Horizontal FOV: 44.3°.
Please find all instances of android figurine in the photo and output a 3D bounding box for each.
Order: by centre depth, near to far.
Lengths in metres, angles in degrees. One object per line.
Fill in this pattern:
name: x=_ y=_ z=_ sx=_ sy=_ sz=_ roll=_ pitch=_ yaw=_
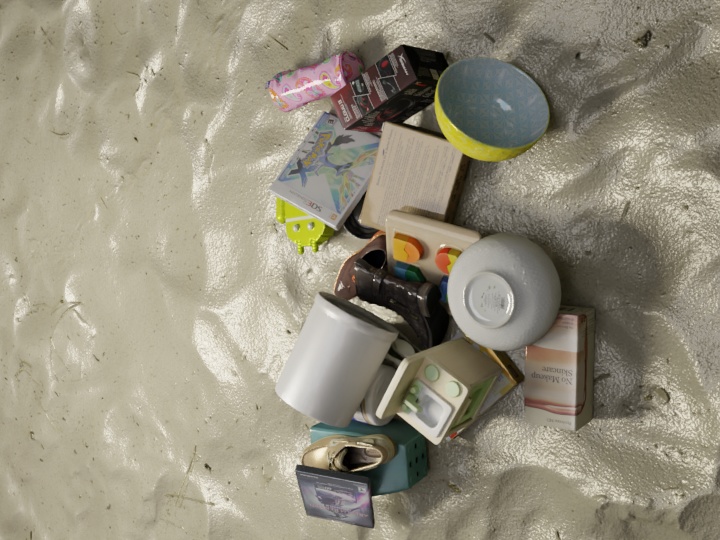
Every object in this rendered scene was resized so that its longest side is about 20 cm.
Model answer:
android figurine: x=-0.107 y=-0.134 z=1.812 sx=0.182 sy=0.041 sz=0.201 roll=-2 pitch=87 yaw=45

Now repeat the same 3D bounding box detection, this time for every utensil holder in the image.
utensil holder: x=-0.048 y=0.164 z=1.640 sx=0.170 sy=0.170 sz=0.201 roll=30 pitch=95 yaw=28

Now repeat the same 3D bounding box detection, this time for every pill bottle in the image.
pill bottle: x=-0.029 y=0.237 z=1.782 sx=0.199 sy=0.119 sz=0.120 roll=7 pitch=101 yaw=34

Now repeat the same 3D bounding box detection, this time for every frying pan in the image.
frying pan: x=0.040 y=-0.141 z=1.732 sx=0.190 sy=0.031 sz=0.115 roll=-38 pitch=80 yaw=22

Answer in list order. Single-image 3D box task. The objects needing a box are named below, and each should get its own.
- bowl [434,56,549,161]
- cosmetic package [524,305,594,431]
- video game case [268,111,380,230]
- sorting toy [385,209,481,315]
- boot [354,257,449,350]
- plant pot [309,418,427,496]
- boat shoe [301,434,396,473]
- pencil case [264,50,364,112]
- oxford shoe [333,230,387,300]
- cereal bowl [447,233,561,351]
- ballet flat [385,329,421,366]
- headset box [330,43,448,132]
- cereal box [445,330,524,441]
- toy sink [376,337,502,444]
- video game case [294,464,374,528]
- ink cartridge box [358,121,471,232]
bowl: x=0.213 y=-0.257 z=1.525 sx=0.200 sy=0.200 sz=0.108 roll=52 pitch=152 yaw=18
cosmetic package: x=0.344 y=0.165 z=1.530 sx=0.103 sy=0.087 sz=0.201 roll=3 pitch=98 yaw=33
video game case: x=-0.058 y=-0.200 z=1.739 sx=0.182 sy=0.022 sz=0.200 roll=30 pitch=80 yaw=28
sorting toy: x=0.130 y=-0.005 z=1.623 sx=0.184 sy=0.037 sz=0.201 roll=17 pitch=134 yaw=21
boot: x=0.072 y=0.065 z=1.674 sx=0.173 sy=0.069 sz=0.201 roll=17 pitch=140 yaw=29
plant pot: x=0.024 y=0.370 z=1.756 sx=0.199 sy=0.141 sz=0.142 roll=0 pitch=97 yaw=30
boat shoe: x=-0.033 y=0.352 z=1.672 sx=0.199 sy=0.065 sz=0.073 roll=-11 pitch=92 yaw=25
pencil case: x=-0.091 y=-0.377 z=1.759 sx=0.199 sy=0.087 sz=0.088 roll=-8 pitch=92 yaw=37
oxford shoe: x=0.000 y=0.000 z=1.741 sx=0.071 sy=0.073 sz=0.200 roll=37 pitch=126 yaw=-3
cereal bowl: x=0.230 y=0.041 z=1.483 sx=0.199 sy=0.083 sz=0.201 roll=6 pitch=102 yaw=32
ballet flat: x=0.067 y=0.143 z=1.711 sx=0.200 sy=0.069 sz=0.070 roll=35 pitch=116 yaw=43
headset box: x=0.054 y=-0.324 z=1.626 sx=0.200 sy=0.148 sz=0.075 roll=-30 pitch=78 yaw=35
cereal box: x=0.194 y=0.209 z=1.670 sx=0.200 sy=0.039 sz=0.144 roll=-47 pitch=70 yaw=31
toy sink: x=0.144 y=0.217 z=1.560 sx=0.112 sy=0.200 sz=0.131 roll=36 pitch=115 yaw=26
video game case: x=-0.047 y=0.440 z=1.711 sx=0.142 sy=0.019 sz=0.200 roll=8 pitch=141 yaw=11
ink cartridge box: x=0.104 y=-0.161 z=1.643 sx=0.164 sy=0.075 sz=0.201 roll=21 pitch=108 yaw=19
